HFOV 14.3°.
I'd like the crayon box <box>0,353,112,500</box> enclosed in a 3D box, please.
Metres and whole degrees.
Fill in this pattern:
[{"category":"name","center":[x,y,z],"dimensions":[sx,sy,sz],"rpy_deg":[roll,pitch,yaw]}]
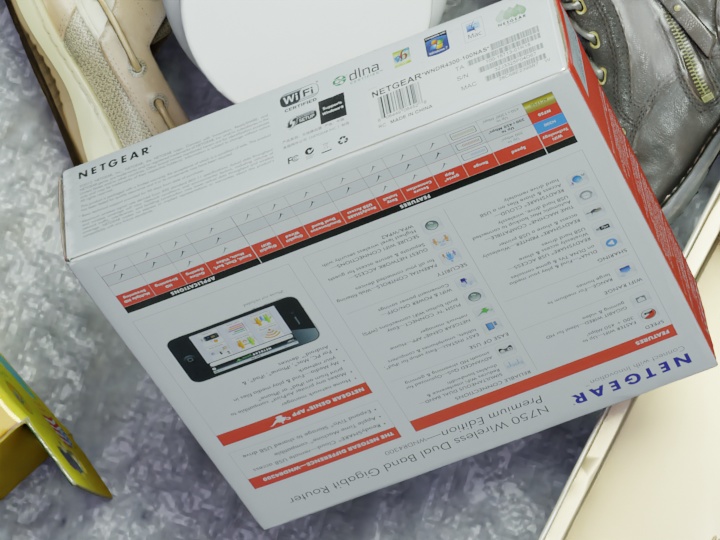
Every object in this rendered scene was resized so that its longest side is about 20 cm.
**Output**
[{"category":"crayon box","center":[-0.190,0.031,1.200],"dimensions":[0.051,0.127,0.200],"rpy_deg":[-41,82,-3]}]

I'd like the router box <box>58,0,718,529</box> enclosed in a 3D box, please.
[{"category":"router box","center":[0.013,0.001,1.091],"dimensions":[0.200,0.180,0.049],"rpy_deg":[-20,45,11]}]

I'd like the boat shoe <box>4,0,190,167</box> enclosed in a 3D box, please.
[{"category":"boat shoe","center":[-0.113,-0.102,1.247],"dimensions":[0.064,0.071,0.200],"rpy_deg":[-22,90,-7]}]

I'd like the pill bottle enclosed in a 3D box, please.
[{"category":"pill bottle","center":[-0.023,-0.128,1.146],"dimensions":[0.115,0.200,0.116],"rpy_deg":[0,108,-1]}]

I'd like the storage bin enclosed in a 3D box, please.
[{"category":"storage bin","center":[0.193,0.096,1.193],"dimensions":[0.200,0.094,0.199],"rpy_deg":[27,84,5]}]

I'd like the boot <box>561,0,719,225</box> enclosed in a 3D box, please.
[{"category":"boot","center":[0.093,-0.110,1.161],"dimensions":[0.200,0.069,0.174],"rpy_deg":[-41,97,19]}]
